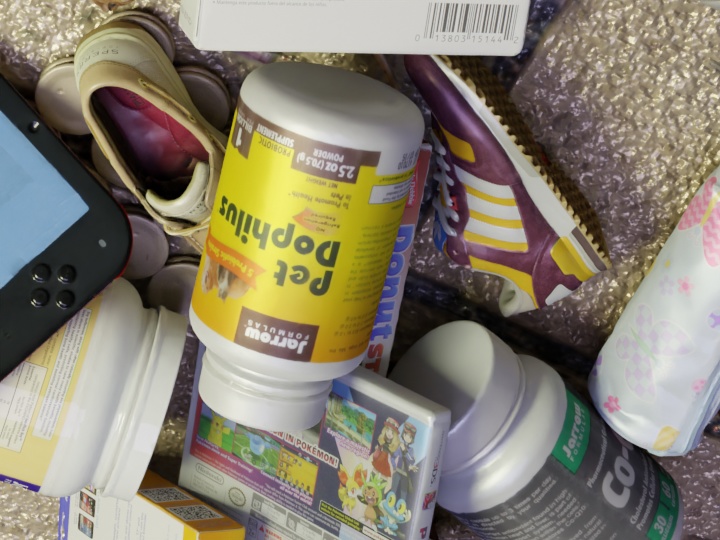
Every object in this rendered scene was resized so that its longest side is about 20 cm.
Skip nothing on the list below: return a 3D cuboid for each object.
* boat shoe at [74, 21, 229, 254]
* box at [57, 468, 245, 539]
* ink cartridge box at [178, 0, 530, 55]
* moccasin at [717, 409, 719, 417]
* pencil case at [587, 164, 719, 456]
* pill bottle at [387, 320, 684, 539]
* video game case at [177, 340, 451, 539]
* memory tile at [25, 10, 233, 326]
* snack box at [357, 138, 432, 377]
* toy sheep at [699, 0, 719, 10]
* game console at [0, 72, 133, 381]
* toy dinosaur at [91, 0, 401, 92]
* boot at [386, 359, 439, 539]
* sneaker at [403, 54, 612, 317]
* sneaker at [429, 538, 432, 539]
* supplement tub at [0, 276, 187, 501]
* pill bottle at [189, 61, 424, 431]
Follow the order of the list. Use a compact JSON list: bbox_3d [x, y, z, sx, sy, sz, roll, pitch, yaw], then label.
[{"bbox_3d":[-0.108,-0.055,1.388,0.074,0.067,0.200,-30,118,20],"label":"boat shoe"},{"bbox_3d":[-0.143,0.196,1.508,0.041,0.200,0.120,-2,104,-31],"label":"box"},{"bbox_3d":[0.007,-0.209,1.279,0.199,0.045,0.177,-1,117,-20],"label":"ink cartridge box"},{"bbox_3d":[0.295,0.034,1.443,0.074,0.078,0.201,36,118,-18],"label":"moccasin"},{"bbox_3d":[0.220,0.022,1.432,0.091,0.083,0.200,46,125,24],"label":"pencil case"},{"bbox_3d":[0.109,0.125,1.474,0.113,0.113,0.200,-34,126,22],"label":"pill bottle"},{"bbox_3d":[-0.036,0.136,1.440,0.199,0.023,0.183,25,113,38],"label":"video game case"},{"bbox_3d":[-0.125,-0.060,1.436,0.153,0.017,0.200,-36,116,23],"label":"memory tile"},{"bbox_3d":[0.000,0.000,1.420,0.024,0.072,0.201,-5,119,-30],"label":"snack box"},{"bbox_3d":[0.208,-0.208,1.256,0.137,0.138,0.201,-11,110,9],"label":"toy sheep"},{"bbox_3d":[-0.253,-0.031,1.359,0.177,0.031,0.200,-42,88,-19],"label":"game console"},{"bbox_3d":[-0.059,-0.169,1.348,0.199,0.061,0.106,13,146,2],"label":"toy dinosaur"},{"bbox_3d":[-0.034,0.152,1.541,0.187,0.069,0.201,3,123,1],"label":"boot"},{"bbox_3d":[0.070,-0.052,1.398,0.090,0.075,0.200,-32,116,15],"label":"sneaker"},{"bbox_3d":[0.020,0.198,1.510,0.199,0.071,0.081,2,113,-6],"label":"sneaker"},{"bbox_3d":[-0.220,0.057,1.438,0.199,0.146,0.146,18,122,-8],"label":"supplement tub"},{"bbox_3d":[-0.036,-0.012,1.340,0.109,0.109,0.201,12,111,-6],"label":"pill bottle"}]
